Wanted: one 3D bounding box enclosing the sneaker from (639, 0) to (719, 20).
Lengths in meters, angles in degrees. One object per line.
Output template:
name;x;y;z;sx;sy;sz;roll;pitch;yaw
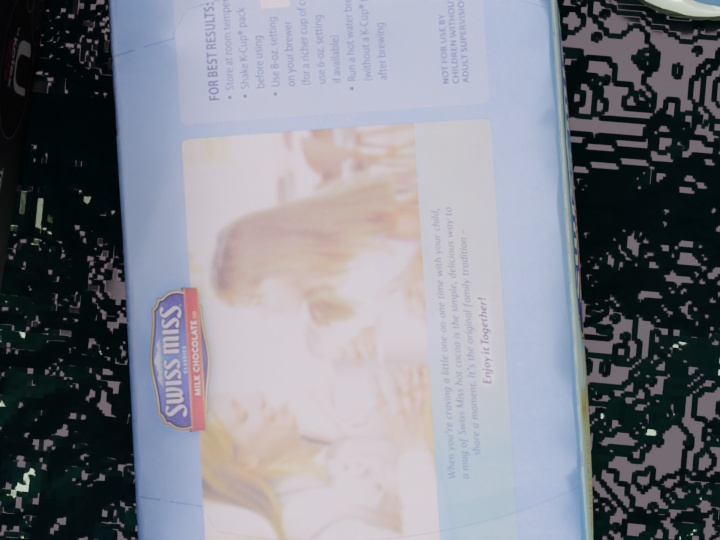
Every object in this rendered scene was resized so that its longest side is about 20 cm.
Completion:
sneaker;0.172;-0.132;0.789;0.200;0.077;0.076;-17;88;5

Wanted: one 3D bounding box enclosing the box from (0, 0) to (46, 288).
box;-0.169;-0.051;0.747;0.106;0.200;0.122;9;88;4

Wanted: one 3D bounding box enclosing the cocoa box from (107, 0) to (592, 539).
cocoa box;0.000;0.000;0.768;0.133;0.131;0.200;-4;87;4
